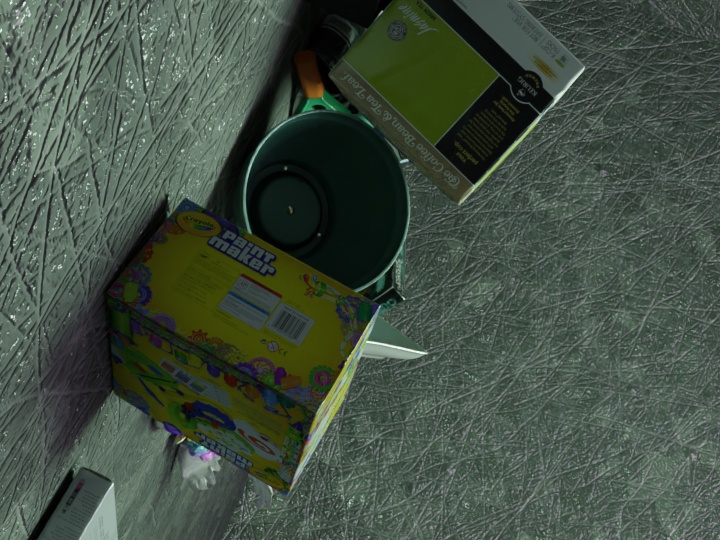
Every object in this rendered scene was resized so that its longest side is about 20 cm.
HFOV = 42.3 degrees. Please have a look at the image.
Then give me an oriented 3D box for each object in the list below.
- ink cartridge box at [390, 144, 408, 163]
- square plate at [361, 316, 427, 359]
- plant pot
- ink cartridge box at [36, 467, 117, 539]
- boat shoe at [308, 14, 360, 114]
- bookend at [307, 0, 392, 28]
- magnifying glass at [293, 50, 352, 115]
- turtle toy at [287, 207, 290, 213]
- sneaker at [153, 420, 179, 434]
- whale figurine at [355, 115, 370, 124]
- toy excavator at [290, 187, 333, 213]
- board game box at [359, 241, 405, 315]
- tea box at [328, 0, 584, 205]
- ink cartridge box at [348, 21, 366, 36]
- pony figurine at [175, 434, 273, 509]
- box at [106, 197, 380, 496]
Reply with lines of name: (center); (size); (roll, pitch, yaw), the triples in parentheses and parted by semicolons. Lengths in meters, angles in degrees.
ink cartridge box: (0.073, -0.224, 1.209); (0.200, 0.084, 0.147); (180, -106, -76)
square plate: (-0.054, 0.047, 1.031); (0.199, 0.198, 0.029); (12, 105, -45)
plant pot: (-0.061, -0.072, 1.061); (0.134, 0.199, 0.202); (-1, -118, 64)
ink cartridge box: (-0.302, 0.314, 0.899); (0.201, 0.043, 0.197); (-62, 176, -34)
boat shoe: (-0.029, -0.241, 1.186); (0.068, 0.073, 0.199); (-55, 170, -12)
bookend: (0.004, -0.328, 0.944); (0.201, 0.091, 0.200); (-61, 174, -50)
magnifying glass: (-0.053, -0.207, 1.147); (0.200, 0.079, 0.023); (75, 14, -68)
turtle toy: (-0.108, -0.012, 1.264); (0.200, 0.100, 0.147); (103, 11, -74)
sneaker: (-0.191, 0.165, 1.127); (0.201, 0.099, 0.070); (107, 10, -61)
whale figurine: (0.008, -0.219, 1.419); (0.159, 0.104, 0.200); (-49, 179, -33)
toy excavator: (-0.045, -0.098, 1.271); (0.201, 0.099, 0.196); (112, -35, -45)
board game box: (0.000, 0.000, 1.211); (0.135, 0.028, 0.201); (-32, -151, 25)
tea box: (0.104, -0.210, 1.032); (0.197, 0.200, 0.134); (-46, 178, 5)
ink cartridge box: (0.007, -0.360, 1.179); (0.200, 0.050, 0.110); (99, 15, -74)
pony figurine: (-0.200, 0.241, 1.397); (0.200, 0.165, 0.194); (-58, 140, -47)
box: (-0.111, 0.075, 0.844); (0.122, 0.199, 0.193); (-57, 173, -34)
